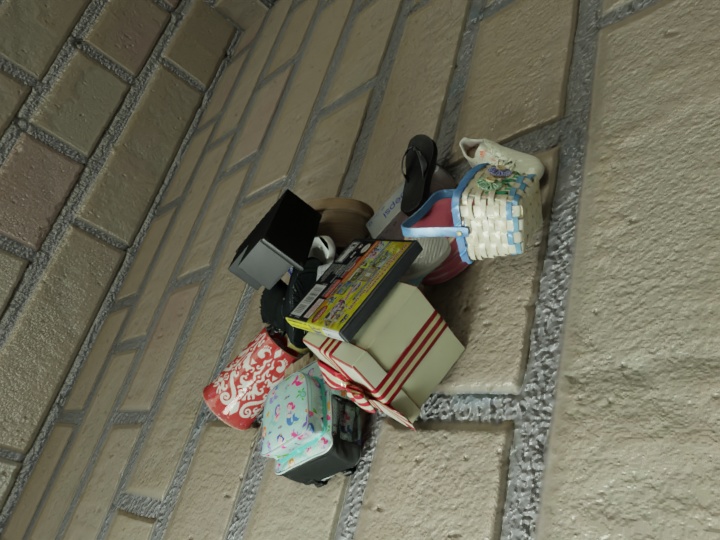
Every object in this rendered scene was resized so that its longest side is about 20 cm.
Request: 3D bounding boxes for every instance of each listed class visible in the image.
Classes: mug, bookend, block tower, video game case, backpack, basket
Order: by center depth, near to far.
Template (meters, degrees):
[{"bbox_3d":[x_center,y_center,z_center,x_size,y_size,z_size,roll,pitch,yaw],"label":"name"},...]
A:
[{"bbox_3d":[0.186,-0.097,0.980,0.199,0.140,0.176,-2,28,31],"label":"basket"},{"bbox_3d":[-0.014,0.024,0.989,0.200,0.026,0.180,-50,28,-21],"label":"video game case"},{"bbox_3d":[-0.087,0.262,1.083,0.177,0.150,0.201,-35,33,33],"label":"backpack"},{"bbox_3d":[-0.183,-0.025,1.177,0.199,0.092,0.200,-44,18,28],"label":"bookend"},{"bbox_3d":[-0.077,0.190,1.211,0.200,0.054,0.058,-39,36,27],"label":"block tower"},{"bbox_3d":[-0.240,0.222,1.339,0.200,0.133,0.178,-49,34,6],"label":"mug"}]

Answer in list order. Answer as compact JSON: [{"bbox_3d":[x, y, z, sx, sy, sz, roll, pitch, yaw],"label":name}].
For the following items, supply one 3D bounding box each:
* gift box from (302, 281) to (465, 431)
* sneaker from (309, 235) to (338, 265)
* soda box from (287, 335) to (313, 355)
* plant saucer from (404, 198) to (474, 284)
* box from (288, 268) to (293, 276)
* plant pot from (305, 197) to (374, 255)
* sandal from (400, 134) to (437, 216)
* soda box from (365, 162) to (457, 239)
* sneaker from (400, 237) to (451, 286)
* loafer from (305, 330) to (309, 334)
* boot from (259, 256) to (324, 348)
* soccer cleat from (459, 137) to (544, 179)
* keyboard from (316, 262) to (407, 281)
[{"bbox_3d":[0.043,0.141,0.979,0.187,0.200,0.184,-48,25,-16],"label":"gift box"},{"bbox_3d":[-0.059,-0.012,1.275,0.081,0.146,0.200,54,137,23],"label":"sneaker"},{"bbox_3d":[-0.069,0.098,1.274,0.200,0.064,0.068,-40,35,26],"label":"soda box"},{"bbox_3d":[0.152,-0.072,1.135,0.200,0.051,0.201,-35,37,31],"label":"plant saucer"},{"bbox_3d":[-0.151,-0.013,1.434,0.032,0.122,0.200,-28,28,-15],"label":"box"},{"bbox_3d":[-0.065,-0.077,1.317,0.200,0.200,0.093,-22,65,43],"label":"plant pot"},{"bbox_3d":[0.111,-0.200,1.190,0.076,0.043,0.201,-25,45,38],"label":"sandal"},{"bbox_3d":[0.104,-0.135,1.244,0.200,0.063,0.068,-48,34,14],"label":"soda box"},{"bbox_3d":[0.086,0.003,1.088,0.199,0.082,0.074,-30,58,24],"label":"sneaker"},{"bbox_3d":[-0.046,0.085,1.110,0.073,0.072,0.200,0,21,17],"label":"loafer"},{"bbox_3d":[-0.144,0.050,1.229,0.162,0.073,0.200,30,117,53],"label":"boot"},{"bbox_3d":[0.249,-0.197,1.086,0.069,0.077,0.200,-55,32,3],"label":"soccer cleat"},{"bbox_3d":[0.000,0.000,1.090,0.199,0.011,0.057,-12,66,31],"label":"keyboard"}]
